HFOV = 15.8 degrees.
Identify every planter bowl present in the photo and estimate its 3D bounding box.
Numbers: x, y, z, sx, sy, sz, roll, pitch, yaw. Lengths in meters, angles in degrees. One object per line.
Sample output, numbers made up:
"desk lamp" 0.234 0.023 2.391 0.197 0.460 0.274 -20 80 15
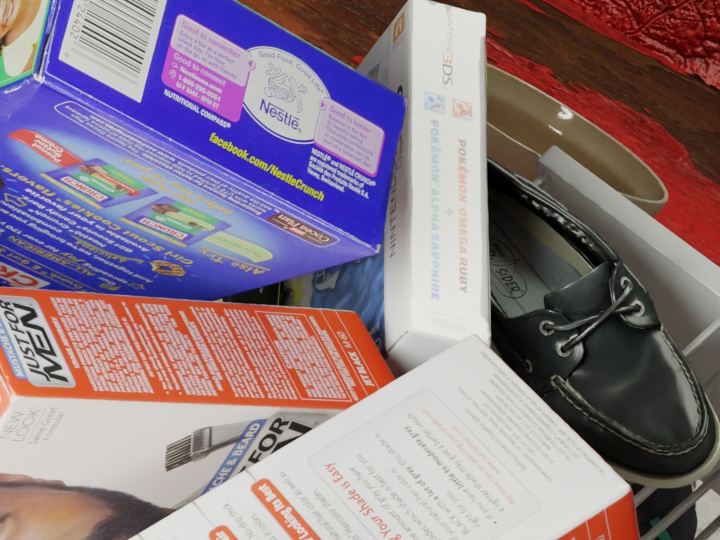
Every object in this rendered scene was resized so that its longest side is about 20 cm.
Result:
"planter bowl" 0.091 -0.045 1.765 0.200 0.135 0.200 27 16 -8

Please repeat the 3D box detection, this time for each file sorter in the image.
"file sorter" 0.113 0.068 1.323 0.139 0.124 0.200 40 -20 30

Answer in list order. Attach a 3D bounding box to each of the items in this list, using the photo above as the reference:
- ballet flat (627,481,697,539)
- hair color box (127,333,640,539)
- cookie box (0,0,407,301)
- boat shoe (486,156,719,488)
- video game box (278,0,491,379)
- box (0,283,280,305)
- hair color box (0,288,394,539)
"ballet flat" 0.166 0.129 1.514 0.073 0.073 0.200 29 10 -3
"hair color box" -0.004 0.121 0.995 0.111 0.200 0.064 45 -22 42
"cookie box" -0.110 -0.052 1.058 0.171 0.075 0.200 27 -27 -33
"boat shoe" 0.095 0.015 1.200 0.199 0.074 0.066 55 -17 32
"video game box" 0.000 0.000 1.222 0.047 0.200 0.183 16 55 -19
"box" -0.116 0.012 1.210 0.159 0.049 0.200 22 49 -22
"hair color box" -0.091 0.070 1.049 0.200 0.111 0.064 5 43 -40
